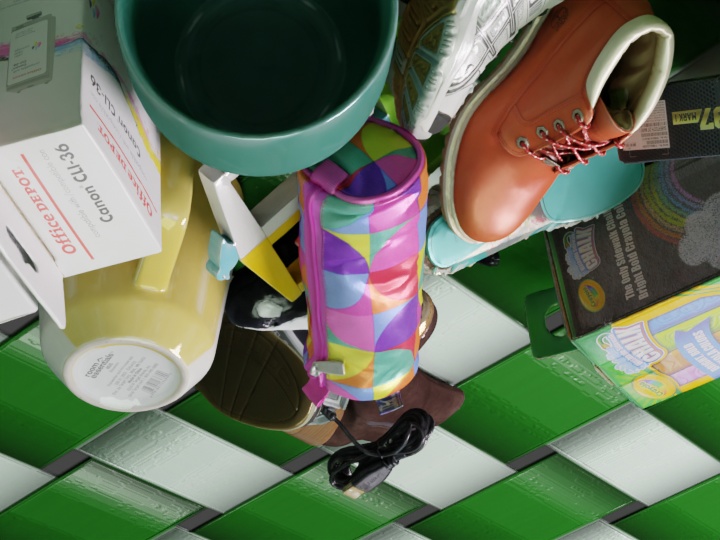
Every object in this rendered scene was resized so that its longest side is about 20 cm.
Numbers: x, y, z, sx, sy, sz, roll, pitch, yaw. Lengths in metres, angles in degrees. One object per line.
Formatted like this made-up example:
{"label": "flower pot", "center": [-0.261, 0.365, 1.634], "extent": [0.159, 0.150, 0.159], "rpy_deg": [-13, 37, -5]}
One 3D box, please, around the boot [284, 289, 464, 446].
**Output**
{"label": "boot", "center": [0.031, 0.085, 1.175], "extent": [0.166, 0.073, 0.200], "rpy_deg": [15, 137, -43]}

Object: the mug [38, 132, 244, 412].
{"label": "mug", "center": [-0.159, -0.001, 0.944], "extent": [0.148, 0.154, 0.187], "rpy_deg": [-9, 140, 8]}

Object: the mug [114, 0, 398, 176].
{"label": "mug", "center": [-0.042, -0.131, 0.801], "extent": [0.184, 0.153, 0.114], "rpy_deg": [0, 169, -3]}

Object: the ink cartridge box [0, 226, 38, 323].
{"label": "ink cartridge box", "center": [-0.250, -0.082, 0.797], "extent": [0.082, 0.201, 0.147], "rpy_deg": [-16, 141, 6]}

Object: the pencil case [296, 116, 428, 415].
{"label": "pencil case", "center": [0.000, 0.000, 0.898], "extent": [0.088, 0.089, 0.201], "rpy_deg": [-4, 133, -4]}

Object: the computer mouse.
{"label": "computer mouse", "center": [-0.036, 0.078, 1.088], "extent": [0.044, 0.200, 0.110], "rpy_deg": [-33, 169, -49]}

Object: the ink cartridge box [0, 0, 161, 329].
{"label": "ink cartridge box", "center": [-0.164, -0.080, 0.810], "extent": [0.067, 0.201, 0.117], "rpy_deg": [-14, 142, 10]}

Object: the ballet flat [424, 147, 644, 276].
{"label": "ballet flat", "center": [0.105, -0.055, 0.982], "extent": [0.199, 0.064, 0.076], "rpy_deg": [-19, 112, -24]}

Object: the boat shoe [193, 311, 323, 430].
{"label": "boat shoe", "center": [-0.099, 0.066, 1.056], "extent": [0.200, 0.072, 0.066], "rpy_deg": [20, -179, 34]}

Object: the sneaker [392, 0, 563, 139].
{"label": "sneaker", "center": [0.082, -0.159, 0.834], "extent": [0.087, 0.076, 0.201], "rpy_deg": [5, 129, -23]}

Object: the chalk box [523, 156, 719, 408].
{"label": "chalk box", "center": [0.218, 0.011, 1.047], "extent": [0.199, 0.125, 0.124], "rpy_deg": [-26, 138, 24]}

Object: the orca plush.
{"label": "orca plush", "center": [0.002, -0.008, 0.995], "extent": [0.199, 0.106, 0.071], "rpy_deg": [-3, 156, -7]}

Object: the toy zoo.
{"label": "toy zoo", "center": [-0.023, -0.065, 0.911], "extent": [0.200, 0.020, 0.131], "rpy_deg": [-43, 140, -10]}

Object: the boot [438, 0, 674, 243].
{"label": "boot", "center": [0.119, -0.088, 0.868], "extent": [0.075, 0.107, 0.201], "rpy_deg": [14, 116, -30]}

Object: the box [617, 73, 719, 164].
{"label": "box", "center": [0.278, -0.102, 0.849], "extent": [0.157, 0.051, 0.199], "rpy_deg": [-13, -172, -36]}
